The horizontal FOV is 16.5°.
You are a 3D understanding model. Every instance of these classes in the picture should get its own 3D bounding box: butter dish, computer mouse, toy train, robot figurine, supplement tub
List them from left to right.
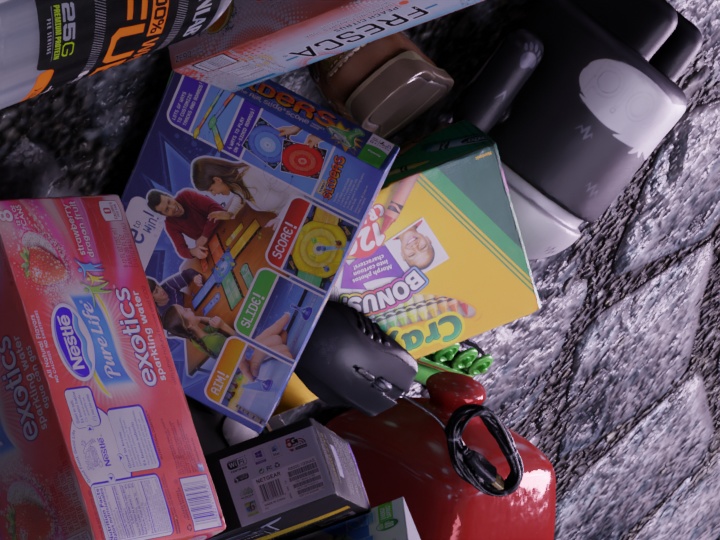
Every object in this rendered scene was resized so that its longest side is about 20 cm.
[{"bbox_3d":[-0.142,-0.153,1.190,0.200,0.123,0.123,-25,146,-33],"label":"supplement tub"},{"bbox_3d":[0.034,0.055,1.796,0.056,0.042,0.200,-41,154,13],"label":"toy train"},{"bbox_3d":[0.030,0.084,1.534,0.200,0.034,0.059,36,96,-26],"label":"computer mouse"},{"bbox_3d":[0.054,0.145,1.807,0.200,0.199,0.148,-6,116,-50],"label":"butter dish"},{"bbox_3d":[0.131,-0.103,1.632,0.150,0.125,0.200,36,100,-17],"label":"robot figurine"}]

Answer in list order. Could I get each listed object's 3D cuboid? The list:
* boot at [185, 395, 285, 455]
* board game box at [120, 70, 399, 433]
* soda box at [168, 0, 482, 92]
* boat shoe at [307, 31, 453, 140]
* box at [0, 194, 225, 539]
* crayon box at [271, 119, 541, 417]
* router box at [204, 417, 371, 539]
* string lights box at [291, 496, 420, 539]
[{"bbox_3d":[-0.121,0.117,1.641,0.138,0.077,0.200,-32,136,-15],"label":"boot"},{"bbox_3d":[-0.077,-0.017,1.448,0.200,0.135,0.034,-63,177,31],"label":"board game box"},{"bbox_3d":[-0.009,-0.159,1.316,0.200,0.069,0.064,-17,164,27],"label":"soda box"},{"bbox_3d":[0.008,-0.121,1.492,0.072,0.068,0.200,-40,174,-3],"label":"boat shoe"},{"bbox_3d":[-0.166,0.068,1.351,0.095,0.201,0.102,-28,166,37],"label":"box"},{"bbox_3d":[0.000,0.000,1.545,0.199,0.058,0.119,-22,114,-9],"label":"crayon box"},{"bbox_3d":[-0.102,0.156,1.560,0.199,0.052,0.157,-20,168,4],"label":"router box"},{"bbox_3d":[-0.053,0.222,1.600,0.199,0.103,0.059,-20,106,4],"label":"string lights box"}]
